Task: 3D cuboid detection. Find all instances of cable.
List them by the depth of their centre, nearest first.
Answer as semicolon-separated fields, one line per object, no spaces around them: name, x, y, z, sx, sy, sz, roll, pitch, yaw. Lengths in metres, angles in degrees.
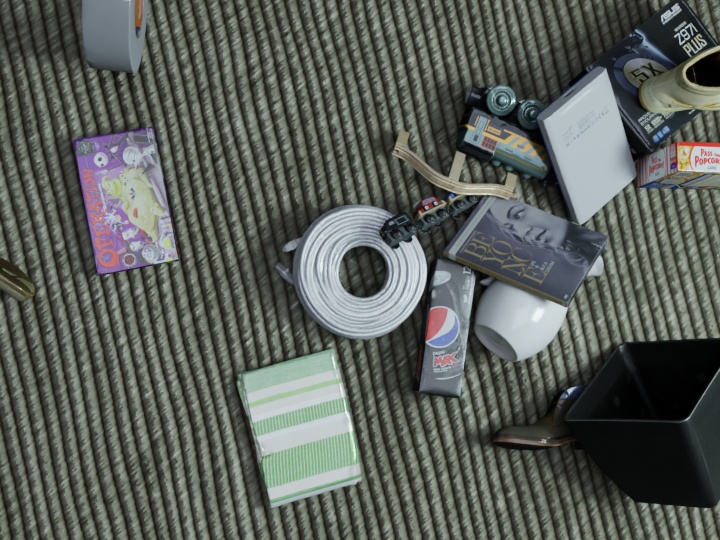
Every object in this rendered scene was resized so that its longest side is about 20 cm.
cable;0.000;0.000;1.544;0.200;0.069;0.200;-37;91;-9

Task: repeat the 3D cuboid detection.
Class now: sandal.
sandal;-0.552;-0.013;1.473;0.200;0.080;0.054;38;103;-7

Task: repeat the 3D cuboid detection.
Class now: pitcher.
pitcher;0.239;0.021;1.563;0.171;0.121;0.200;36;70;16

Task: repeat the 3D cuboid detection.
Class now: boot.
boot;0.523;-0.281;1.509;0.198;0.155;0.073;-8;87;-9
boot;0.288;0.219;1.572;0.199;0.075;0.098;2;75;-18

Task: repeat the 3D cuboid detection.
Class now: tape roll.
tape roll;-0.340;-0.381;1.463;0.066;0.200;0.202;6;84;-6

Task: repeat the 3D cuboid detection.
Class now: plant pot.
plant pot;0.446;0.228;1.510;0.199;0.199;0.178;-41;113;-39

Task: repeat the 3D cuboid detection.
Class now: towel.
towel;-0.088;0.231;1.537;0.151;0.023;0.201;-14;86;-9

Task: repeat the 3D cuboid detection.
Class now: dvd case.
dvd case;0.243;-0.036;1.534;0.199;0.016;0.149;23;53;22

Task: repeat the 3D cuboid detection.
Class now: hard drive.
hard drive;0.341;-0.185;1.568;0.132;0.025;0.201;-40;128;-15

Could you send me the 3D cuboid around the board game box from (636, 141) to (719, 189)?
board game box;0.543;-0.156;1.592;0.198;0.151;0.047;1;85;-9

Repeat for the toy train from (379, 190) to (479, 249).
toy train;0.103;-0.084;1.546;0.199;0.034;0.046;-26;65;-36

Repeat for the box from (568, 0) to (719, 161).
box;0.457;-0.296;1.625;0.200;0.086;0.164;-37;90;-9

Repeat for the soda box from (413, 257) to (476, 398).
soda box;0.125;0.085;1.553;0.063;0.071;0.202;8;84;-4

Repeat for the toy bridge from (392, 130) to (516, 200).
toy bridge;0.142;-0.148;1.575;0.199;0.027;0.067;22;48;-2

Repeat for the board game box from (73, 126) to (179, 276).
board game box;-0.342;-0.102;1.527;0.119;0.032;0.201;-12;87;-5

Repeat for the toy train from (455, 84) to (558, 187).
toy train;0.240;-0.206;1.594;0.199;0.085;0.115;22;96;-8
